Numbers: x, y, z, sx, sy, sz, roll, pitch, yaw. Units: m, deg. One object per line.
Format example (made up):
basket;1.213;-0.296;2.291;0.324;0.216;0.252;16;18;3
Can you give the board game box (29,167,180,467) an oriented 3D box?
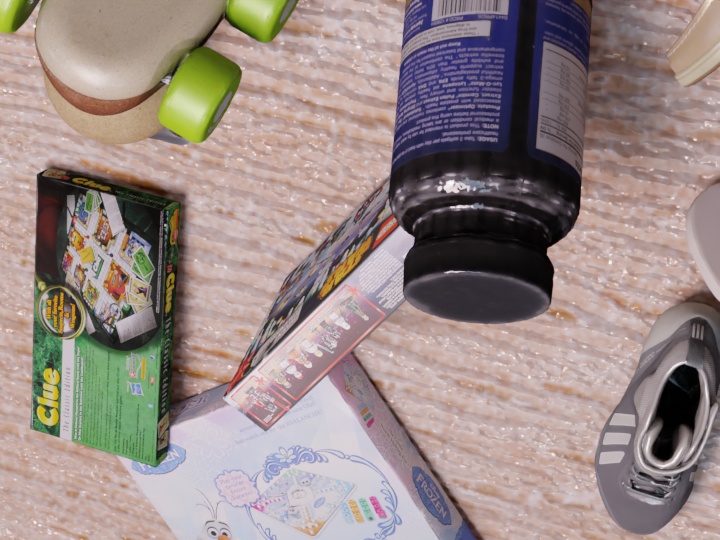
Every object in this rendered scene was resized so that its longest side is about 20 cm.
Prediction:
board game box;-0.178;0.034;1.667;0.105;0.023;0.200;15;118;17

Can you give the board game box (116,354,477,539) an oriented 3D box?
board game box;-0.044;0.165;1.720;0.200;0.043;0.199;-21;113;32

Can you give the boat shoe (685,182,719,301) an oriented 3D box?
boat shoe;0.268;0.039;1.491;0.200;0.075;0.093;50;163;11

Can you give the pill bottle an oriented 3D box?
pill bottle;0.074;-0.077;1.391;0.112;0.201;0.112;5;160;2

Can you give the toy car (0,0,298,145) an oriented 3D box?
toy car;-0.143;-0.142;1.515;0.164;0.158;0.200;30;158;4

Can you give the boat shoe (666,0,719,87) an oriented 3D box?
boat shoe;0.226;-0.189;1.351;0.065;0.072;0.200;38;126;4

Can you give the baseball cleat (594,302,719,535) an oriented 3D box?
baseball cleat;0.187;0.115;1.553;0.070;0.107;0.200;12;129;7

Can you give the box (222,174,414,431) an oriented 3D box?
box;0.000;0.000;1.527;0.040;0.137;0.200;38;128;-10
